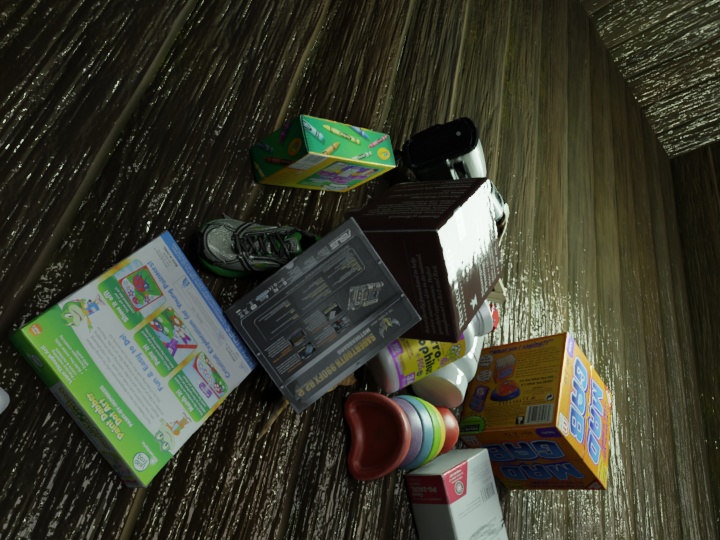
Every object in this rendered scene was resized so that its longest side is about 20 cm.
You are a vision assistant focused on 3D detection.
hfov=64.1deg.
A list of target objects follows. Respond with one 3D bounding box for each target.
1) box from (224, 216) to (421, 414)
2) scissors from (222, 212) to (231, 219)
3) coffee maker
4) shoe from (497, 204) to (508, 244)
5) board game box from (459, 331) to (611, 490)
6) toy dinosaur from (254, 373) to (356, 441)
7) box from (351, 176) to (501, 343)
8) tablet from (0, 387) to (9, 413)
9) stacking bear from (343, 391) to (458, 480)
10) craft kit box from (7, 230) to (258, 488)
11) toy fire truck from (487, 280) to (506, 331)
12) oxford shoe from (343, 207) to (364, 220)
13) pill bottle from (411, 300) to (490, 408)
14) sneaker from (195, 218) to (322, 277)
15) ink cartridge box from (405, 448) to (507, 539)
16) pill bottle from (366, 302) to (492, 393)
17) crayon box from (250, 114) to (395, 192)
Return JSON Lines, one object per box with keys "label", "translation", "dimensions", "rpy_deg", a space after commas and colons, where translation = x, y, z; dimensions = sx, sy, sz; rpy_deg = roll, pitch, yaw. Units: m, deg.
{"label": "box", "translation": [-0.046, 0.054, 0.728], "dimensions": [0.199, 0.048, 0.159], "rpy_deg": [-37, 96, -4]}
{"label": "scissors", "translation": [-0.118, -0.018, 0.832], "dimensions": [0.201, 0.014, 0.073], "rpy_deg": [54, 51, -17]}
{"label": "coffee maker", "translation": [0.163, -0.168, 1.111], "dimensions": [0.201, 0.189, 0.136], "rpy_deg": [58, 46, -41]}
{"label": "shoe", "translation": [0.314, -0.103, 1.323], "dimensions": [0.070, 0.053, 0.201], "rpy_deg": [54, 43, -19]}
{"label": "board game box", "translation": [0.336, 0.273, 1.094], "dimensions": [0.200, 0.198, 0.201], "rpy_deg": [47, 46, -25]}
{"label": "toy dinosaur", "translation": [-0.065, 0.148, 0.793], "dimensions": [0.198, 0.060, 0.108], "rpy_deg": [-10, 85, -50]}
{"label": "box", "translation": [0.092, -0.022, 0.839], "dimensions": [0.200, 0.162, 0.169], "rpy_deg": [-43, 126, -48]}
{"label": "tablet", "translation": [-0.399, 0.138, 0.451], "dimensions": [0.131, 0.014, 0.201], "rpy_deg": [52, 44, -22]}
{"label": "stacking bear", "translation": [0.081, 0.249, 0.890], "dimensions": [0.199, 0.112, 0.124], "rpy_deg": [15, 65, -50]}
{"label": "craft kit box", "translation": [-0.234, 0.091, 0.636], "dimensions": [0.202, 0.048, 0.198], "rpy_deg": [59, 39, -14]}
{"label": "toy fire truck", "translation": [0.226, 0.043, 1.100], "dimensions": [0.200, 0.140, 0.049], "rpy_deg": [45, 47, -28]}
{"label": "oxford shoe", "translation": [0.000, 0.000, 0.929], "dimensions": [0.071, 0.071, 0.204], "rpy_deg": [18, 74, -81]}
{"label": "pill bottle", "translation": [0.159, 0.132, 1.015], "dimensions": [0.110, 0.109, 0.202], "rpy_deg": [48, 45, -25]}
{"label": "sneaker", "translation": [-0.124, -0.035, 0.764], "dimensions": [0.198, 0.085, 0.080], "rpy_deg": [1, 78, -40]}
{"label": "ink cartridge box", "translation": [0.163, 0.412, 0.935], "dimensions": [0.144, 0.083, 0.204], "rpy_deg": [-4, 79, -49]}
{"label": "pill bottle", "translation": [0.106, 0.103, 0.899], "dimensions": [0.197, 0.104, 0.106], "rpy_deg": [-24, 94, -16]}
{"label": "crayon box", "translation": [-0.053, -0.172, 0.881], "dimensions": [0.198, 0.118, 0.059], "rpy_deg": [-3, 78, -49]}
